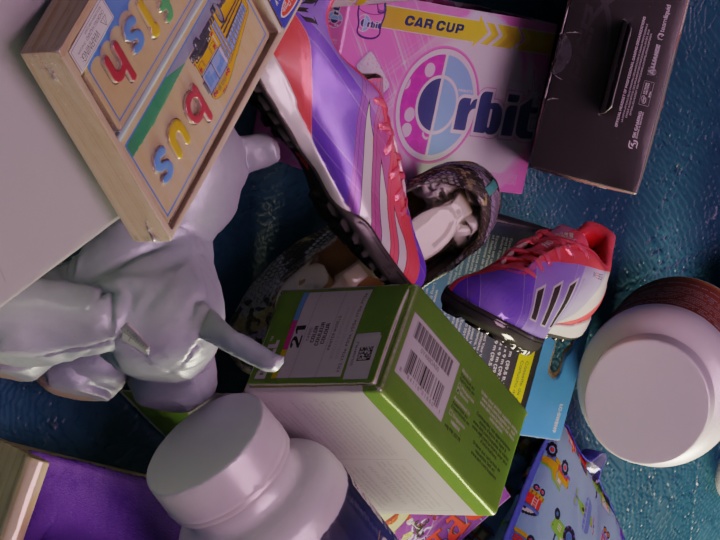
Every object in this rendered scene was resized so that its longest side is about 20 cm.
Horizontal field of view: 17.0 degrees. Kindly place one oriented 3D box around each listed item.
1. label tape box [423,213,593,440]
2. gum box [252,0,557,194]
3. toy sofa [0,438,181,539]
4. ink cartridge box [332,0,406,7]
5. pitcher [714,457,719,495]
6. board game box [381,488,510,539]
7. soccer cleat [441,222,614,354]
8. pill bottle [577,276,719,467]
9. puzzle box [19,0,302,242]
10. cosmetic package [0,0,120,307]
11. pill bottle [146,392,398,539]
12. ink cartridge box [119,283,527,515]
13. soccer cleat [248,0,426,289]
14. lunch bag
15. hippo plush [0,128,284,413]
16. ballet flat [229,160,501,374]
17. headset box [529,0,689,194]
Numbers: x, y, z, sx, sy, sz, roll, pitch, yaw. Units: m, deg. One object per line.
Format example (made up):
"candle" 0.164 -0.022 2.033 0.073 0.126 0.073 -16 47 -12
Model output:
"label tape box" 0.065 0.031 1.605 0.199 0.063 0.145 10 97 -45
"gum box" 0.026 -0.116 1.517 0.199 0.066 0.114 3 102 -44
"toy sofa" -0.140 0.163 1.429 0.200 0.097 0.083 20 90 -44
"ink cartridge box" -0.005 -0.220 1.415 0.199 0.067 0.118 -10 67 -41
"pitcher" 0.322 0.092 1.846 0.172 0.121 0.200 -46 143 -3
"board game box" 0.000 0.176 1.568 0.200 0.032 0.120 -41 143 -7
"soccer cleat" 0.108 0.005 1.493 0.073 0.068 0.200 -62 161 12
"pill bottle" 0.211 0.072 1.665 0.200 0.112 0.113 -29 129 -74
"puzzle box" -0.093 -0.130 1.224 0.133 0.025 0.201 62 41 -41
"cosmetic package" -0.248 -0.067 1.200 0.200 0.167 0.167 -39 126 -27
"pill bottle" -0.037 0.171 1.411 0.111 0.111 0.200 -47 118 -22
"ink cartridge box" -0.024 0.081 1.462 0.148 0.199 0.076 49 51 -41
"soccer cleat" -0.003 -0.071 1.384 0.073 0.068 0.200 -36 116 -8
"lunch bag" 0.125 0.203 1.712 0.200 0.094 0.151 -55 131 -28
"hippo plush" -0.134 -0.018 1.347 0.158 0.200 0.162 11 75 -15
"ballet flat" 0.000 0.000 1.478 0.200 0.072 0.072 -35 130 4
"headset box" 0.162 -0.130 1.562 0.200 0.075 0.149 -29 134 -84
